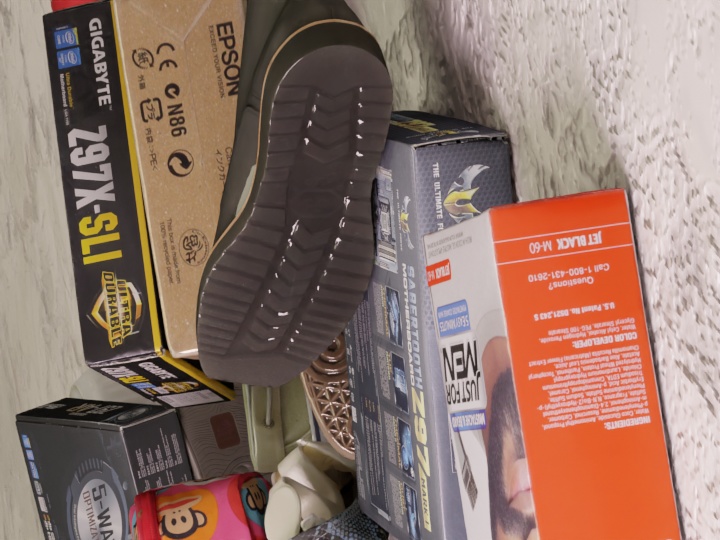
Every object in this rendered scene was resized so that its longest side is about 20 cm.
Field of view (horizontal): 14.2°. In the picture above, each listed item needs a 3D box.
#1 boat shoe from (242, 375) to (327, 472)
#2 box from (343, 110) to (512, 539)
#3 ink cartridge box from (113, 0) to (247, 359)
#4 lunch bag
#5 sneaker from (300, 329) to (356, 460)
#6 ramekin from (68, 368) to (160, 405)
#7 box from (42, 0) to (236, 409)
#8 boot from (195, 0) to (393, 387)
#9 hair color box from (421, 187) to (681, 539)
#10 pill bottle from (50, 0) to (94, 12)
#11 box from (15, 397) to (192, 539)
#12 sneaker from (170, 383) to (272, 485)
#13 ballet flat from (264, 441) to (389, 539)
[{"bbox_3d":[-0.052,0.028,1.695,0.072,0.062,0.201,101,158,-54],"label":"boat shoe"},{"bbox_3d":[0.033,0.030,1.363,0.158,0.051,0.202,-155,59,-75],"label":"box"},{"bbox_3d":[-0.068,-0.053,1.580,0.165,0.075,0.202,13,-113,-79],"label":"ink cartridge box"},{"bbox_3d":[-0.068,0.199,1.552,0.200,0.081,0.177,90,166,-85],"label":"lunch bag"},{"bbox_3d":[0.000,0.000,1.496,0.076,0.070,0.202,49,-147,-78],"label":"sneaker"},{"bbox_3d":[-0.144,0.150,2.070,0.200,0.104,0.202,172,90,-77],"label":"ramekin"},{"bbox_3d":[-0.121,-0.034,1.611,0.160,0.049,0.202,39,-138,-72],"label":"box"},{"bbox_3d":[-0.035,-0.059,1.373,0.139,0.077,0.201,-105,31,-51],"label":"boot"},{"bbox_3d":[0.079,0.075,1.169,0.111,0.063,0.202,157,103,-76],"label":"hair color box"},{"bbox_3d":[-0.143,-0.204,1.839,0.112,0.111,0.201,-116,21,-52],"label":"pill bottle"},{"bbox_3d":[-0.154,0.188,1.917,0.160,0.043,0.201,1,107,58],"label":"box"},{"bbox_3d":[-0.101,0.105,1.918,0.106,0.074,0.202,139,121,-71],"label":"sneaker"},{"bbox_3d":[-0.016,0.123,1.498,0.200,0.074,0.075,-89,-5,-75],"label":"ballet flat"}]
